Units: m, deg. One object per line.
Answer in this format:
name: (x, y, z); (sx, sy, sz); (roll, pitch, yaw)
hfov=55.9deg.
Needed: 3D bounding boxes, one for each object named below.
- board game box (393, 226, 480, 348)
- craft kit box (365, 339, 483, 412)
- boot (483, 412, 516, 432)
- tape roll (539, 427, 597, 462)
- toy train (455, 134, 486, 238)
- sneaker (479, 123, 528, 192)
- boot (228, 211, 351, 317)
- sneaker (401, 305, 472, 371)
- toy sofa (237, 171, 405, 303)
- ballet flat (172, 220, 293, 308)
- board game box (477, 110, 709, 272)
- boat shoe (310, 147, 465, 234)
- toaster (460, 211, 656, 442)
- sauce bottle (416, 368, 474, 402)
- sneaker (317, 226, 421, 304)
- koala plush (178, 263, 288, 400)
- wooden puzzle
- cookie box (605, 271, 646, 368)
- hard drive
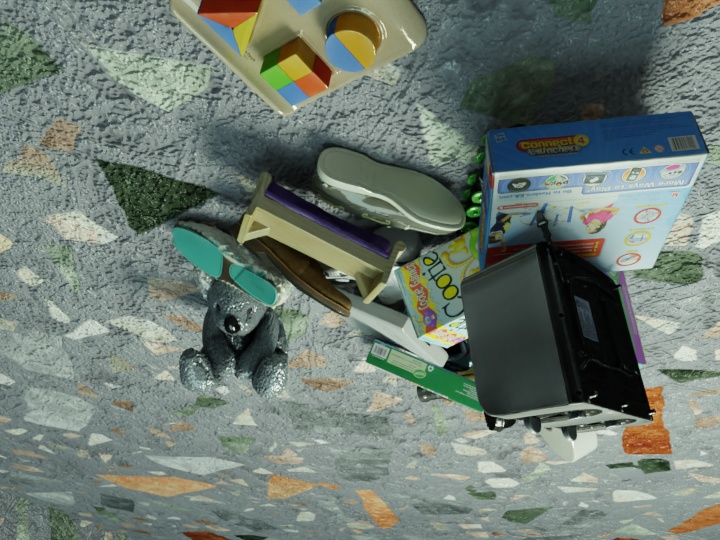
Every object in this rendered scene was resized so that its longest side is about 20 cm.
board game box: (0.164, 0.011, 0.895); (0.199, 0.104, 0.105); (-28, 155, 22)
craft kit box: (0.107, 0.173, 1.135); (0.199, 0.049, 0.198); (23, 177, 6)
boot: (0.286, 0.185, 1.116); (0.156, 0.212, 0.080); (6, 125, 7)
tape roll: (0.240, 0.158, 0.910); (0.037, 0.203, 0.203); (-29, 142, -4)
toy train: (0.162, -0.098, 0.857); (0.056, 0.042, 0.201); (-2, 146, -8)
sneaker: (0.225, -0.120, 0.741); (0.199, 0.076, 0.115); (-21, 151, 12)
boot: (-0.079, -0.018, 0.910); (0.200, 0.076, 0.074); (41, 169, 4)
sneaker: (0.139, 0.127, 1.113); (0.079, 0.096, 0.200); (-44, 132, 4)
toy sofa: (-0.047, -0.050, 0.856); (0.199, 0.098, 0.083); (27, 154, -6)
ballet flat: (-0.181, -0.013, 0.989); (0.199, 0.072, 0.072); (33, 147, 11)
board game box: (0.228, -0.069, 0.716); (0.198, 0.056, 0.196); (-4, 148, 3)
boat shoe: (0.035, -0.091, 0.858); (0.200, 0.072, 0.060); (20, 145, -10)
toaster: (0.208, 0.073, 0.725); (0.118, 0.201, 0.180); (-25, 149, 36)
sauce bottle: (0.202, 0.213, 1.282); (0.199, 0.066, 0.066); (-15, 141, 31)
sneaker: (0.000, 0.000, 0.988); (0.198, 0.076, 0.115); (-8, 141, 15)
koala plush: (-0.192, 0.068, 1.075); (0.176, 0.184, 0.201); (3, 125, 4)
wooden puzzle: (-0.062, -0.243, 0.670); (0.199, 0.047, 0.185); (-20, 138, 32)
cookie box: (0.319, 0.101, 1.004); (0.075, 0.172, 0.200); (8, 146, -10)
hard drive: (0.029, 0.080, 1.053); (0.199, 0.027, 0.132); (20, 163, 44)
